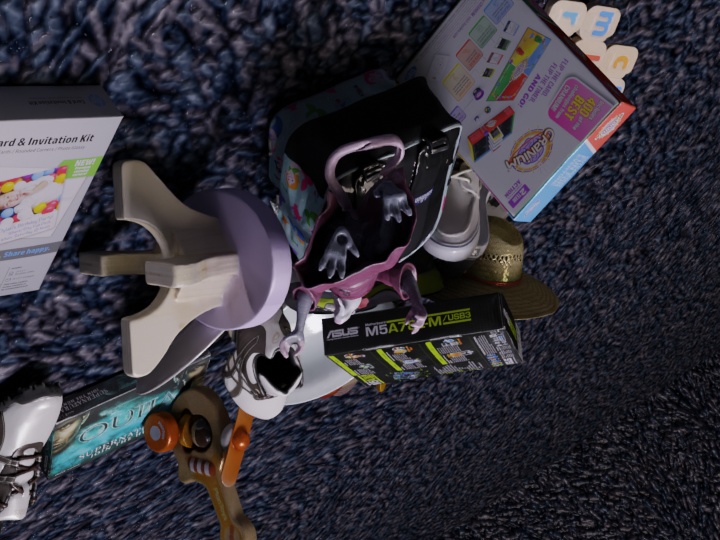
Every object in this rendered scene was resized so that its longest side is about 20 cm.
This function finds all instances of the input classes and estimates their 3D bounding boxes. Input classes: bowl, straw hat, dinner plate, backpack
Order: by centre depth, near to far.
[{"bbox_3d":[-0.002,-0.082,1.135,0.176,0.151,0.201,-26,145,-23],"label":"backpack"},{"bbox_3d":[-0.163,0.045,1.188,0.200,0.024,0.200,-41,-167,11],"label":"dinner plate"},{"bbox_3d":[-0.065,0.057,1.359,0.199,0.091,0.202,-22,143,-18],"label":"bowl"},{"bbox_3d":[0.148,-0.019,1.380,0.200,0.200,0.086,-14,118,-45],"label":"straw hat"}]

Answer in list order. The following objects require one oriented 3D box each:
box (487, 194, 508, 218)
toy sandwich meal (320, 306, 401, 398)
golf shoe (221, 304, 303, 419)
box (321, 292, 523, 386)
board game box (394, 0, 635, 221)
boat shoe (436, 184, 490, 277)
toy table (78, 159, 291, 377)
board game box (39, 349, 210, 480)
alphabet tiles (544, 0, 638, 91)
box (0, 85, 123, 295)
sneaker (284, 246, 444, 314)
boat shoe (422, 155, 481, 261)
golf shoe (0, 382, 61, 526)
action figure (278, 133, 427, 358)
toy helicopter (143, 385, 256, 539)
[{"bbox_3d":[0.196,-0.143,1.442,0.200,0.060,0.116,-44,157,13],"label":"box"},{"bbox_3d":[0.005,0.126,1.644,0.204,0.070,0.206,-32,156,-16],"label":"toy sandwich meal"},{"bbox_3d":[-0.102,0.113,1.239,0.077,0.095,0.201,-18,141,-14],"label":"golf shoe"},{"bbox_3d":[0.073,0.079,1.270,0.191,0.048,0.200,-7,164,12],"label":"box"},{"bbox_3d":[0.145,-0.172,1.129,0.153,0.201,0.040,-48,155,24],"label":"board game box"},{"bbox_3d":[0.115,-0.068,1.333,0.069,0.201,0.067,18,130,-12],"label":"boat shoe"},{"bbox_3d":[-0.161,-0.005,1.036,0.116,0.186,0.199,-6,175,-37],"label":"toy table"},{"bbox_3d":[-0.272,0.161,1.345,0.199,0.028,0.136,-24,154,-32],"label":"board game box"},{"bbox_3d":[0.219,-0.210,1.318,0.194,0.015,0.202,0,124,-29],"label":"alphabet tiles"},{"bbox_3d":[-0.289,-0.055,0.902,0.155,0.041,0.201,-11,144,-49],"label":"box"},{"bbox_3d":[0.000,0.000,1.248,0.198,0.082,0.074,-12,-176,-38],"label":"sneaker"},{"bbox_3d":[0.099,-0.097,1.251,0.071,0.201,0.066,8,134,4],"label":"boat shoe"},{"bbox_3d":[-0.352,0.201,1.195,0.200,0.095,0.077,-51,153,23],"label":"golf shoe"},{"bbox_3d":[-0.016,-0.010,1.029,0.132,0.151,0.200,-8,165,-5],"label":"action figure"},{"bbox_3d":[-0.160,0.229,1.343,0.132,0.202,0.079,-30,165,34],"label":"toy helicopter"}]
